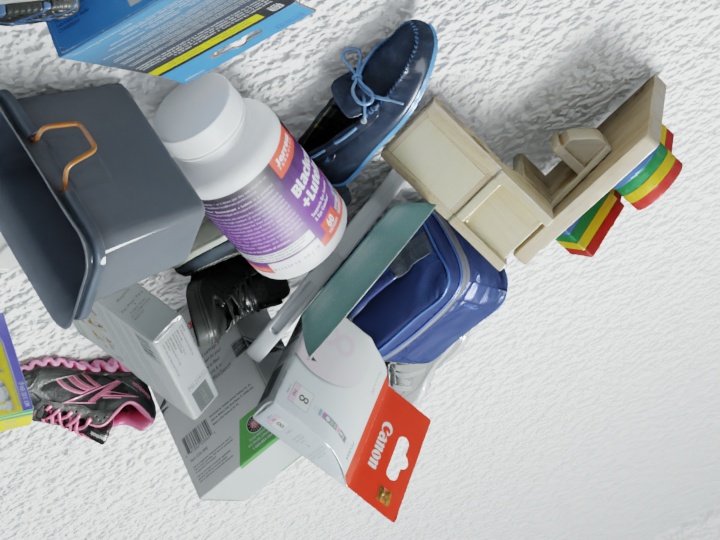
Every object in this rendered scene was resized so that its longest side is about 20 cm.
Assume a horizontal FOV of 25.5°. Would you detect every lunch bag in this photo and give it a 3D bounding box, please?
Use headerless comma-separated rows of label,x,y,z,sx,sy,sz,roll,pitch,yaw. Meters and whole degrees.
lunch bag,0.049,0.019,1.813,0.132,0.136,0.200,8,138,-47

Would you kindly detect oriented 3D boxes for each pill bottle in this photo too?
pill bottle,-0.105,-0.090,1.489,0.111,0.111,0.200,-31,134,10

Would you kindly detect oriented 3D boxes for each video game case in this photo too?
video game case,-0.032,-0.010,1.695,0.182,0.024,0.200,-50,-179,38

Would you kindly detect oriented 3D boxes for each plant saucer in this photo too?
plant saucer,0.000,0.000,1.600,0.200,0.036,0.200,-50,-179,1

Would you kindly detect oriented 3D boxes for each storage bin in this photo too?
storage bin,-0.231,-0.076,1.370,0.134,0.200,0.146,-21,154,-34

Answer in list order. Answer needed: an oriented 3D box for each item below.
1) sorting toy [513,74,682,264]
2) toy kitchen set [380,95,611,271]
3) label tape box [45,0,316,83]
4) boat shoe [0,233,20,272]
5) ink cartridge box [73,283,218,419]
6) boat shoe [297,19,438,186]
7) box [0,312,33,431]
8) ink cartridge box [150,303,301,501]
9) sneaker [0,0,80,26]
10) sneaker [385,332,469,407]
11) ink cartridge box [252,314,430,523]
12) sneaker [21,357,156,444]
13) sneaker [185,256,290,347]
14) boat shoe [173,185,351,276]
sorting toy,0.271,-0.096,1.744,0.200,0.070,0.199,-44,-171,26
toy kitchen set,0.147,-0.137,1.703,0.163,0.180,0.200,-45,-172,14
label tape box,-0.144,-0.218,1.281,0.144,0.063,0.200,-25,172,20
boat shoe,-0.276,-0.045,1.503,0.200,0.066,0.072,-30,152,7
ink cartridge box,-0.239,0.057,1.632,0.044,0.174,0.200,-48,157,-17
boat shoe,0.001,-0.157,1.520,0.069,0.084,0.200,17,122,-30
box,-0.441,0.120,1.592,0.200,0.117,0.048,-15,157,-21
ink cartridge box,-0.146,0.136,1.782,0.146,0.200,0.084,-40,152,25
sneaker,-0.311,-0.219,1.182,0.200,0.077,0.076,-6,-179,-5
sneaker,0.058,0.116,2.077,0.082,0.075,0.200,13,129,-30
ink cartridge box,-0.005,0.150,1.722,0.200,0.163,0.057,36,134,-12
sneaker,-0.316,0.151,1.778,0.200,0.095,0.079,-4,147,-33
sneaker,-0.123,0.020,1.655,0.104,0.200,0.060,-12,108,0
boat shoe,-0.103,-0.044,1.636,0.200,0.075,0.062,-33,116,0
